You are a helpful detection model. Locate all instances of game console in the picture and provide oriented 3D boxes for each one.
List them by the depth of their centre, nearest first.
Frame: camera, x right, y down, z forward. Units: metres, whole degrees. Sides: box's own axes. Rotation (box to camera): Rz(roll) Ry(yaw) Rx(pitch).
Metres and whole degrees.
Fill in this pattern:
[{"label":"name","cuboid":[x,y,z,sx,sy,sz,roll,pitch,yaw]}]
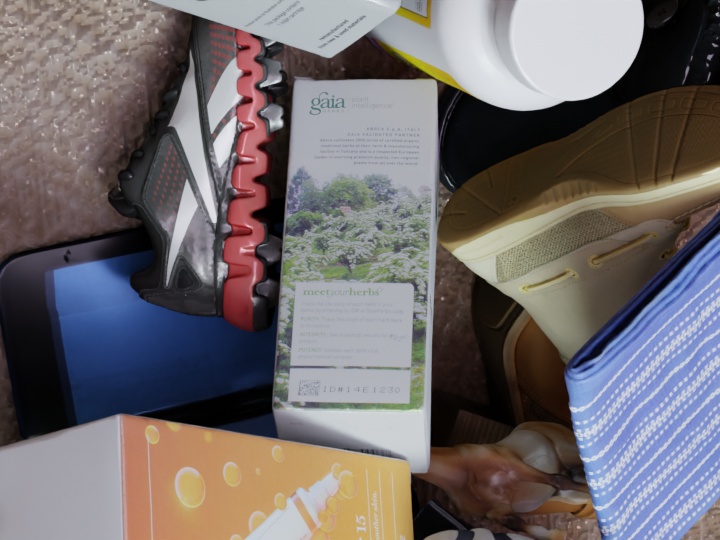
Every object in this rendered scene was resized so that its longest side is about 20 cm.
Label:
[{"label":"game console","cuboid":[-0.082,0.070,1.281,0.200,0.171,0.118,-13,136,-17]}]

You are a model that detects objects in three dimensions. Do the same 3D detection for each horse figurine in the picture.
[{"label":"horse figurine","cuboid":[0.105,0.112,1.295,0.200,0.132,0.050,-7,105,-48]}]

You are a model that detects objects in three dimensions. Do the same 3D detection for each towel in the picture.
[{"label":"towel","cuboid":[0.169,0.067,1.200,0.145,0.024,0.200,-42,142,-19]}]

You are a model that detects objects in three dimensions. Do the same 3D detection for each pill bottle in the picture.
[{"label":"pill bottle","cuboid":[0.071,-0.143,1.231,0.104,0.200,0.104,-6,107,-19]}]

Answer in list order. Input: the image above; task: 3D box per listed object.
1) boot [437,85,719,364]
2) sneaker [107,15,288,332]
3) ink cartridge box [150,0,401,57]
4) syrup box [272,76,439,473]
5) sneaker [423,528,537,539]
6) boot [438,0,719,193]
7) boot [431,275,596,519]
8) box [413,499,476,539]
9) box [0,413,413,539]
[{"label":"boot","cuboid":[0.162,-0.009,1.241,0.200,0.073,0.155,-21,126,32]},{"label":"sneaker","cuboid":[-0.087,-0.068,1.258,0.098,0.071,0.201,1,90,4]},{"label":"ink cartridge box","cuboid":[-0.077,-0.210,1.190,0.200,0.083,0.147,16,69,-24]},{"label":"syrup box","cuboid":[0.000,0.000,1.243,0.079,0.081,0.200,1,62,4]},{"label":"sneaker","cuboid":[0.096,0.229,1.196,0.130,0.079,0.199,-1,90,-5]},{"label":"boot","cuboid":[0.143,-0.101,1.288,0.200,0.168,0.076,-40,114,-6]},{"label":"boot","cuboid":[0.136,0.053,1.383,0.155,0.074,0.200,17,110,-23]},{"label":"box","cuboid":[0.042,0.251,1.333,0.200,0.104,0.182,-52,157,0]},{"label":"box","cuboid":[-0.072,0.150,1.150,0.200,0.097,0.124,13,67,-45]}]
